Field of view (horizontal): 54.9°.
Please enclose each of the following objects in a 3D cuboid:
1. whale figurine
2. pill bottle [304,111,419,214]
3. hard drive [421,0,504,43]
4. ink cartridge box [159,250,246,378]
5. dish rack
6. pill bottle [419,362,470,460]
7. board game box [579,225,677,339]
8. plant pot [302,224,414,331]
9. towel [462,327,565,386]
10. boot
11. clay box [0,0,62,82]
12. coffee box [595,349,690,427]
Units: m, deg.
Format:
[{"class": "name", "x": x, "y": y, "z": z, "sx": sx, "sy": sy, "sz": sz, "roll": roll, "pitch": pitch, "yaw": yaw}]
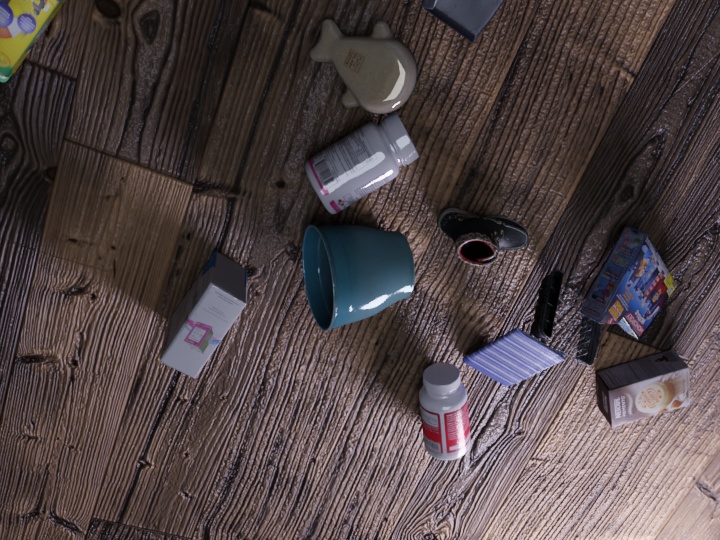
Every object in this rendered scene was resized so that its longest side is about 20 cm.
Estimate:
[{"class": "whale figurine", "x": 0.010, "y": -0.368, "z": 1.239, "sx": 0.197, "sy": 0.104, "sz": 0.162, "roll": 29, "pitch": 111, "yaw": 7}, {"class": "pill bottle", "x": 0.004, "y": -0.203, "z": 1.295, "sx": 0.197, "sy": 0.114, "sz": 0.115, "roll": -29, "pitch": 116, "yaw": 8}, {"class": "hard drive", "x": 0.209, "y": -0.518, "z": 1.209, "sx": 0.133, "sy": 0.043, "sz": 0.202, "roll": 27, "pitch": 110, "yaw": -18}, {"class": "ink cartridge box", "x": -0.310, "y": 0.087, "z": 1.375, "sx": 0.084, "sy": 0.145, "sz": 0.201, "roll": 31, "pitch": 108, "yaw": -22}, {"class": "dish rack", "x": 0.458, "y": 0.110, "z": 1.498, "sx": 0.197, "sy": 0.054, "sz": 0.157, "roll": 29, "pitch": 66, "yaw": -20}, {"class": "pill bottle", "x": 0.191, "y": 0.318, "z": 1.574, "sx": 0.109, "sy": 0.113, "sz": 0.205, "roll": -9, "pitch": 117, "yaw": -3}, {"class": "board game box", "x": 0.570, "y": 0.048, "z": 1.490, "sx": 0.201, "sy": 0.061, "sz": 0.200, "roll": -50, "pitch": 126, "yaw": -4}, {"class": "plant pot", "x": 0.000, "y": 0.000, "z": 1.360, "sx": 0.183, "sy": 0.200, "sz": 0.205, "roll": -9, "pitch": 118, "yaw": -20}, {"class": "towel", "x": 0.334, "y": 0.192, "z": 1.528, "sx": 0.143, "sy": 0.024, "sz": 0.200, "roll": 28, "pitch": 143, "yaw": -16}, {"class": "boot", "x": 0.259, "y": -0.055, "z": 1.378, "sx": 0.198, "sy": 0.155, "sz": 0.075, "roll": 12, "pitch": 115, "yaw": -13}, {"class": "clay box", "x": -0.591, "y": -0.418, "z": 1.147, "sx": 0.114, "sy": 0.048, "sz": 0.200, "roll": 38, "pitch": 105, "yaw": -22}, {"class": "coffee box", "x": 0.665, "y": 0.279, "z": 1.636, "sx": 0.195, "sy": 0.080, "sz": 0.117, "roll": -17, "pitch": 117, "yaw": 1}]
